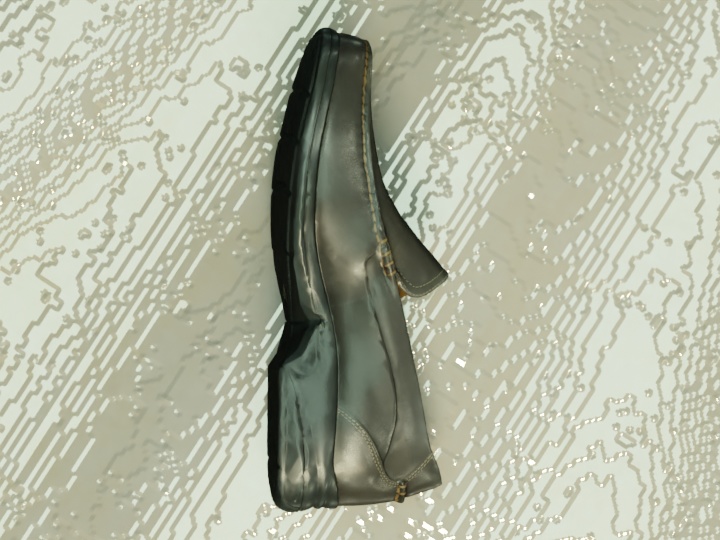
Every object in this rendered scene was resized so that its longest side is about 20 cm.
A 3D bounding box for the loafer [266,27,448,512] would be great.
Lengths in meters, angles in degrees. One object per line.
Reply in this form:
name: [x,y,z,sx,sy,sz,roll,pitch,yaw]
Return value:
loafer: [0.000,0.000,1.092,0.072,0.073,0.200,1,97,-7]
